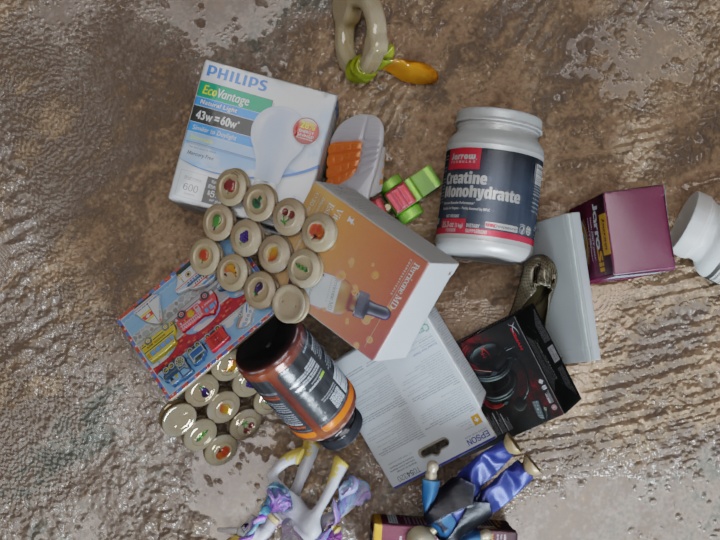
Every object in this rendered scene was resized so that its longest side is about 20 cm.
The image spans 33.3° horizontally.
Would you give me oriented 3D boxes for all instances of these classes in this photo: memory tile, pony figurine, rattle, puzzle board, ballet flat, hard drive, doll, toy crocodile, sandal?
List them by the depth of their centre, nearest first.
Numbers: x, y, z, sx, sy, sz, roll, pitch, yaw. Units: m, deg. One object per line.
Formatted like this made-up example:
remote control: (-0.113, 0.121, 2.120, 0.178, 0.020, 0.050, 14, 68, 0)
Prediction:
memory tile: (-0.131, -0.033, 1.580, 0.199, 0.017, 0.155, 27, 99, 25)
doll: (0.137, 0.300, 1.590, 0.200, 0.048, 0.137, -43, 100, 5)
puzzle board: (-0.217, 0.055, 1.617, 0.199, 0.017, 0.151, -39, 64, -1)
pony figurine: (-0.077, 0.351, 1.658, 0.192, 0.167, 0.201, 35, 77, 18)
memory tile: (-0.172, 0.171, 1.668, 0.200, 0.017, 0.153, -46, 131, -3)
sandal: (-0.009, -0.113, 1.683, 0.078, 0.059, 0.209, 12, 93, 23)
ballet flat: (0.235, 0.074, 1.685, 0.066, 0.046, 0.202, 5, 116, -16)
hard drive: (0.278, 0.029, 1.688, 0.026, 0.132, 0.203, -6, 86, -24)
toy crocodile: (0.027, -0.085, 1.725, 0.199, 0.062, 0.068, -30, 87, -4)
rattle: (0.026, -0.371, 1.746, 0.141, 0.131, 0.202, -10, 59, -13)

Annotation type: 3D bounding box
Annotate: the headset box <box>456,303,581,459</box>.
headset box: (0.180, 0.158, 1.666, 0.199, 0.075, 0.150, -29, 87, 32)

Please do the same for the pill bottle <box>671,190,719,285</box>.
pill bottle: (0.544, -0.027, 1.705, 0.198, 0.116, 0.117, 26, 85, 2)

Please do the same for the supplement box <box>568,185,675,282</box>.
supplement box: (0.353, -0.045, 1.651, 0.084, 0.200, 0.112, -6, 86, -4)

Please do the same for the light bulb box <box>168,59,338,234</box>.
light bulb box: (-0.146, -0.166, 1.697, 0.196, 0.125, 0.203, 14, 86, 0)

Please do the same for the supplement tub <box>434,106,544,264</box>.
supplement tub: (0.183, -0.116, 1.691, 0.138, 0.140, 0.203, 7, 86, -1)

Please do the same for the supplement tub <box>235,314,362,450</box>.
supplement tub: (-0.075, 0.157, 1.625, 0.107, 0.107, 0.201, -39, 124, -4)

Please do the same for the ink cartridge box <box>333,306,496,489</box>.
ink cartridge box: (0.072, 0.175, 1.667, 0.195, 0.043, 0.201, -32, 88, 33)

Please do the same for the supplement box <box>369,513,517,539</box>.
supplement box: (0.112, 0.390, 1.666, 0.197, 0.110, 0.087, 3, 86, -1)

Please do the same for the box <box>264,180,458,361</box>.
box: (0.000, 0.000, 1.585, 0.199, 0.106, 0.153, 35, 103, 22)

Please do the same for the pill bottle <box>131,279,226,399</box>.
pill bottle: (-0.214, 0.073, 1.682, 0.114, 0.114, 0.200, 45, 86, 2)
